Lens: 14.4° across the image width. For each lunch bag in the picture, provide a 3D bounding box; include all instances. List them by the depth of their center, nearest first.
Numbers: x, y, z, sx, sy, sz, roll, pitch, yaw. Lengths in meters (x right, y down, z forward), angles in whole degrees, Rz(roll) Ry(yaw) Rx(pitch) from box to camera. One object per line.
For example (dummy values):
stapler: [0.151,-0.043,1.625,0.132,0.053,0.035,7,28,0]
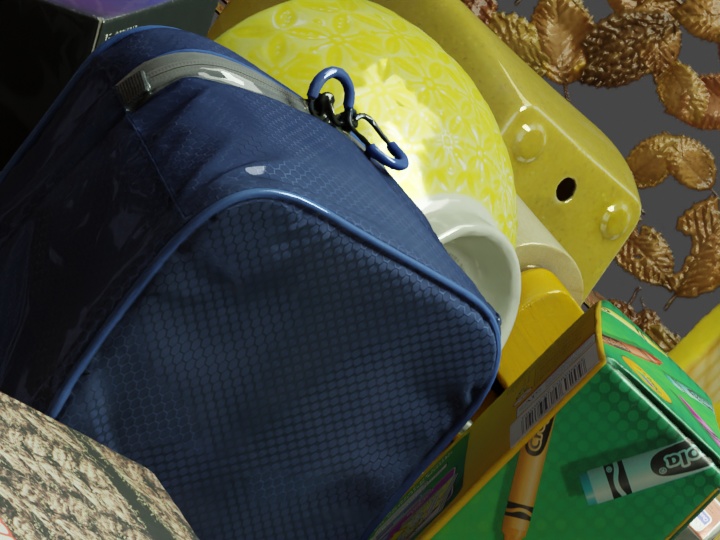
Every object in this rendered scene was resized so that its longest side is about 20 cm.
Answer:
lunch bag: [-0.060,0.021,0.907,0.136,0.200,0.132,32,12,-37]

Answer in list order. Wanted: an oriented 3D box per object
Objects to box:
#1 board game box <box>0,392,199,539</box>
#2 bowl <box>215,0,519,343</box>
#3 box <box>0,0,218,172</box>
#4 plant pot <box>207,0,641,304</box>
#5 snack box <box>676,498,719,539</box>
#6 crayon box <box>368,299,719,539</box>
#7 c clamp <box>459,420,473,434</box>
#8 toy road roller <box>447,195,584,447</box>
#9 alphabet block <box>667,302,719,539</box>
board game box: [-0.101,0.103,0.670,0.160,0.097,0.200,51,10,35]
bowl: [0.000,0.000,1.164,0.108,0.201,0.200,29,-4,40]
box: [-0.168,-0.094,1.012,0.199,0.079,0.141,20,12,9]
plant pot: [0.028,-0.045,1.495,0.195,0.195,0.200,38,-5,-40]
snack box: [0.085,0.131,1.211,0.024,0.200,0.072,-33,74,-37]
crayon box: [0.031,0.105,0.941,0.058,0.200,0.119,44,9,-3]
c clamp: [0.104,0.129,1.048,0.171,0.027,0.200,33,12,-38]
toy road roller: [0.050,0.062,1.354,0.200,0.146,0.123,58,-4,-40]
alphabet block: [0.254,0.171,1.734,0.200,0.196,0.195,37,10,-43]
